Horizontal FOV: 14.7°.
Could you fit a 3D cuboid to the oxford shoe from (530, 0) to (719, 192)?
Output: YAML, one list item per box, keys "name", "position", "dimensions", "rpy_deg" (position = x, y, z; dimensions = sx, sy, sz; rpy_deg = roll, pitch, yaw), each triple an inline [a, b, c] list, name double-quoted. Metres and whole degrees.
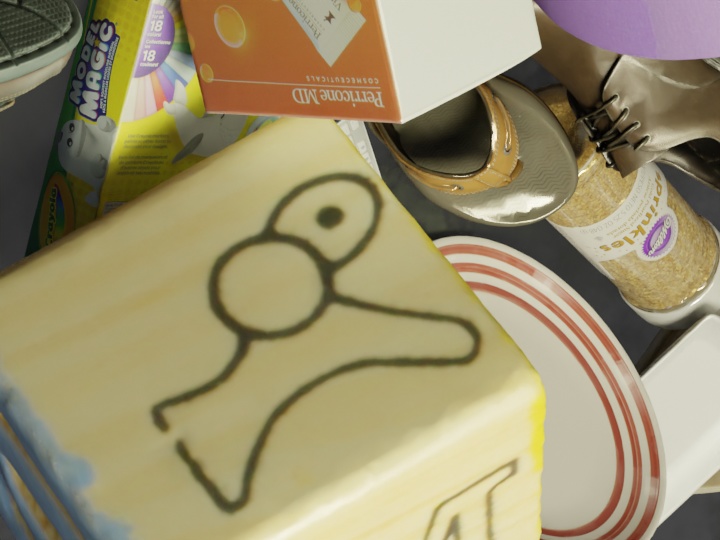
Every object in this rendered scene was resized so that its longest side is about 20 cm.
- name: "oxford shoe"
  position: [0.137, -0.097, 1.450]
  dimensions: [0.200, 0.073, 0.085]
  rpy_deg: [25, 70, -18]

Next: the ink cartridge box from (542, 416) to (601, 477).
- name: "ink cartridge box"
  position: [0.064, 0.172, 1.577]
  dimensions: [0.145, 0.084, 0.200]
  rpy_deg: [-34, 139, -53]

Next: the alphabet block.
- name: "alphabet block"
  position: [-0.050, 0.081, 1.264]
  dimensions: [0.200, 0.195, 0.197]
  rpy_deg: [-28, 152, -16]

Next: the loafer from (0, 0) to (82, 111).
- name: "loafer"
  position: [-0.210, -0.076, 1.146]
  dimensions: [0.200, 0.072, 0.063]
  rpy_deg: [-16, 146, -34]

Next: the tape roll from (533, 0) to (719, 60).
- name: "tape roll"
  position: [0.168, -0.196, 1.376]
  dimensions: [0.200, 0.200, 0.066]
  rpy_deg: [-43, 140, -21]

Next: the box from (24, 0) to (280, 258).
- name: "box"
  position: [-0.079, -0.090, 1.292]
  dimensions: [0.117, 0.048, 0.200]
  rpy_deg: [-3, 118, -47]

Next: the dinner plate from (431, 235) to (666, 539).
- name: "dinner plate"
  position: [0.085, 0.072, 1.496]
  dimensions: [0.200, 0.201, 0.024]
  rpy_deg: [-6, 153, -47]

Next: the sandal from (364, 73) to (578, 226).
- name: "sandal"
  position: [0.047, -0.078, 1.404]
  dimensions: [0.082, 0.055, 0.200]
  rpy_deg: [-29, 135, 10]

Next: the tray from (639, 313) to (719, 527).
- name: "tray"
  position: [0.167, 0.106, 1.667]
  dimensions: [0.107, 0.022, 0.200]
  rpy_deg: [30, 113, -38]

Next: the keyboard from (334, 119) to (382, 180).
- name: "keyboard"
  position: [0.000, 0.000, 1.472]
  dimensions: [0.056, 0.011, 0.200]
  rpy_deg: [-42, 140, -22]

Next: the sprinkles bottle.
- name: "sprinkles bottle"
  position: [0.145, -0.033, 1.570]
  dimensions: [0.068, 0.068, 0.200]
  rpy_deg: [-56, 143, -5]

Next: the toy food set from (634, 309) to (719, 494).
- name: "toy food set"
  position: [0.240, 0.061, 1.718]
  dimensions: [0.143, 0.060, 0.200]
  rpy_deg: [0, 129, -49]

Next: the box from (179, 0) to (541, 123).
- name: "box"
  position: [-0.015, -0.174, 1.192]
  dimensions: [0.097, 0.124, 0.201]
  rpy_deg: [-30, 115, -41]
